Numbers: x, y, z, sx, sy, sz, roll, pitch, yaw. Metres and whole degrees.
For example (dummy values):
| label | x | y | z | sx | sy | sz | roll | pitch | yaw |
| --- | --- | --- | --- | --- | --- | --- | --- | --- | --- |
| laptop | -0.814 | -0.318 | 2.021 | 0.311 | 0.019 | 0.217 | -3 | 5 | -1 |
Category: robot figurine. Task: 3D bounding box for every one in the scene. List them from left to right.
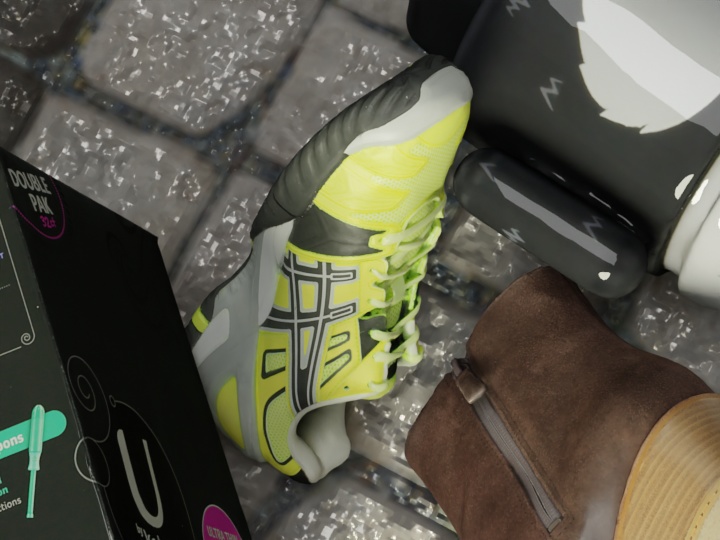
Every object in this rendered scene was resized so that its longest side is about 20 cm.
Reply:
| label | x | y | z | sx | sy | sz | roll | pitch | yaw |
| --- | --- | --- | --- | --- | --- | --- | --- | --- | --- |
| robot figurine | 0.113 | -0.072 | 0.943 | 0.200 | 0.125 | 0.150 | 37 | 103 | 14 |

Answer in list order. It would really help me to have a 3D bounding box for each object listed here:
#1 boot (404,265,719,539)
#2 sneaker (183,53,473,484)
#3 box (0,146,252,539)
| label | x | y | z | sx | sy | sz | roll | pitch | yaw |
| --- | --- | --- | --- | --- | --- | --- | --- | --- | --- |
| boot | 0.064 | 0.116 | 0.914 | 0.200 | 0.072 | 0.166 | -57 | 42 | 10 |
| sneaker | 0.000 | 0.000 | 0.931 | 0.076 | 0.200 | 0.075 | 44 | 46 | 12 |
| box | -0.121 | 0.082 | 0.877 | 0.124 | 0.149 | 0.200 | -24 | 71 | 11 |
